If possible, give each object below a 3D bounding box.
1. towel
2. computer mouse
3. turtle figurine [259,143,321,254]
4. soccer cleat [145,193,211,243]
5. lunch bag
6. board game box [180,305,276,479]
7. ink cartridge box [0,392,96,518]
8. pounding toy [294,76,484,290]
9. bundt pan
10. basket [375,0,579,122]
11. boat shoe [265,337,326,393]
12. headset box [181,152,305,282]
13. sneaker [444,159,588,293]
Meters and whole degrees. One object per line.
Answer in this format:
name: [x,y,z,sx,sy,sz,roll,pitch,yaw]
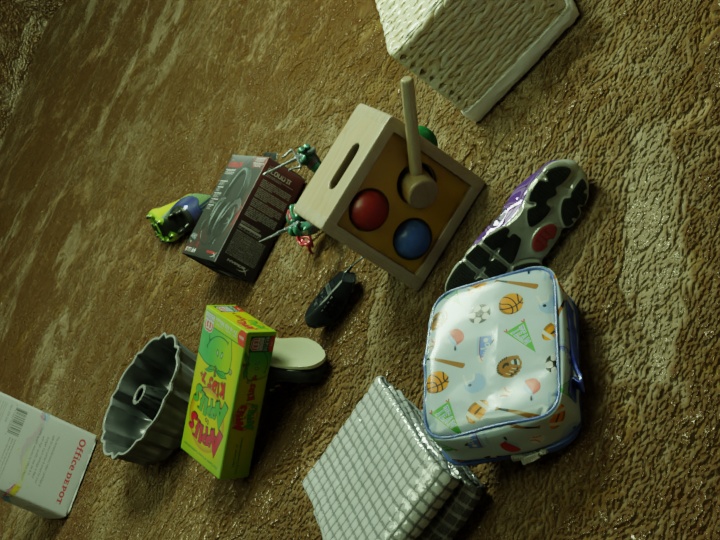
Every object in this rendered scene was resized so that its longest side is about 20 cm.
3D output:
towel: [0.031,0.231,1.369,0.166,0.085,0.200,-55,29,10]
computer mouse: [0.000,0.000,1.715,0.200,0.034,0.059,-49,12,9]
turtle figurine: [-0.050,-0.107,1.825,0.199,0.101,0.150,-26,54,23]
soccer cleat: [-0.312,-0.095,2.310,0.084,0.065,0.200,-37,13,-26]
lunch bag: [0.144,0.096,1.296,0.159,0.076,0.201,-15,47,21]
board game box: [-0.172,0.156,1.712,0.101,0.047,0.201,27,110,47]
ink cartridge box: [-0.550,0.299,2.139,0.085,0.199,0.148,-16,49,53]
pounding toy: [0.043,-0.109,1.576,0.201,0.184,0.142,-58,28,1]
bundt pan: [-0.297,0.199,1.951,0.202,0.076,0.203,-40,32,32]
basket: [0.137,-0.337,1.678,0.200,0.160,0.199,-47,30,25]
boat shoe: [-0.112,0.125,1.741,0.073,0.063,0.201,-26,19,-39]
headset box: [-0.178,-0.092,2.045,0.149,0.077,0.201,14,76,62]
sneaker: [0.171,-0.036,1.436,0.200,0.081,0.083,-48,12,5]
